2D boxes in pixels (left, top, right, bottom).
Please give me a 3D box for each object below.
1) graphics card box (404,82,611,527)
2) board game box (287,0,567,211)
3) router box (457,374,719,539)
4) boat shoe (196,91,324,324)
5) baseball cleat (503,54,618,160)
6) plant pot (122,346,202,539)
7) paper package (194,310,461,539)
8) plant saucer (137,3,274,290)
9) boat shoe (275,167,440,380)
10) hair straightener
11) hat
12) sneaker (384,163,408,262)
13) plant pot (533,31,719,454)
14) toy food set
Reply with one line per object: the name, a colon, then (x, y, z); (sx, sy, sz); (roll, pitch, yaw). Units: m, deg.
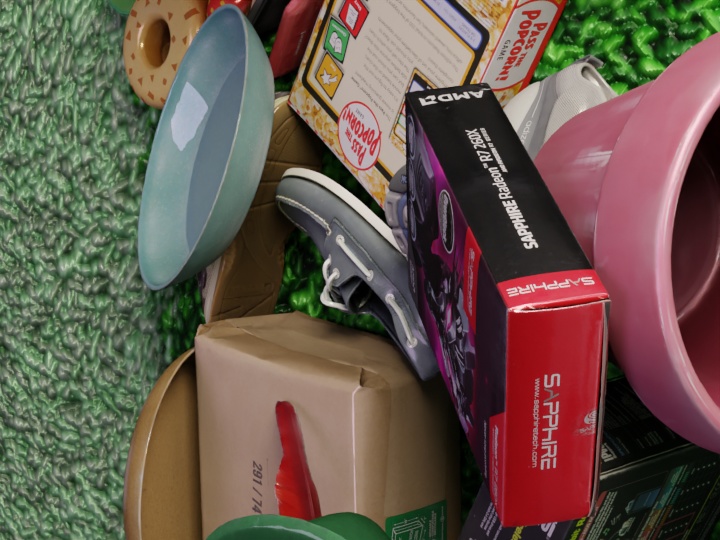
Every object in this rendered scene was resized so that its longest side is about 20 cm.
graphics card box: (0.065, 0.010, 0.766); (0.201, 0.050, 0.127); (-108, 12, -54)
board game box: (0.038, -0.144, 0.991); (0.152, 0.046, 0.201); (50, 133, 31)
router box: (0.123, 0.152, 0.876); (0.062, 0.149, 0.202); (45, 130, 35)
boat shoe: (-0.083, -0.044, 1.140); (0.065, 0.073, 0.202); (45, 125, 42)
baseball cleat: (0.119, -0.025, 0.870); (0.106, 0.069, 0.202); (-33, 56, 47)
plant pot: (-0.123, 0.151, 1.146); (0.027, 0.200, 0.203); (4, 103, 19)
paper package: (-0.023, 0.145, 1.091); (0.190, 0.103, 0.203); (13, 108, 49)
plant saucer: (-0.103, -0.080, 1.086); (0.200, 0.036, 0.202); (-47, 35, 48)
boat shoe: (0.000, 0.000, 1.038); (0.200, 0.062, 0.073); (38, 170, 34)
hair straightener: (-0.053, -0.210, 1.044); (0.077, 0.041, 0.200); (54, 156, 16)
hat: (0.007, 0.174, 0.920); (0.165, 0.176, 0.202); (-26, 94, 36)
sneaker: (0.090, 0.014, 0.948); (0.074, 0.087, 0.202); (-2, 116, 48)
plant pot: (0.172, -0.018, 0.760); (0.179, 0.198, 0.203); (-168, 72, -65)
toy food set: (-0.135, -0.236, 1.179); (0.200, 0.048, 0.200); (-37, 70, 49)
